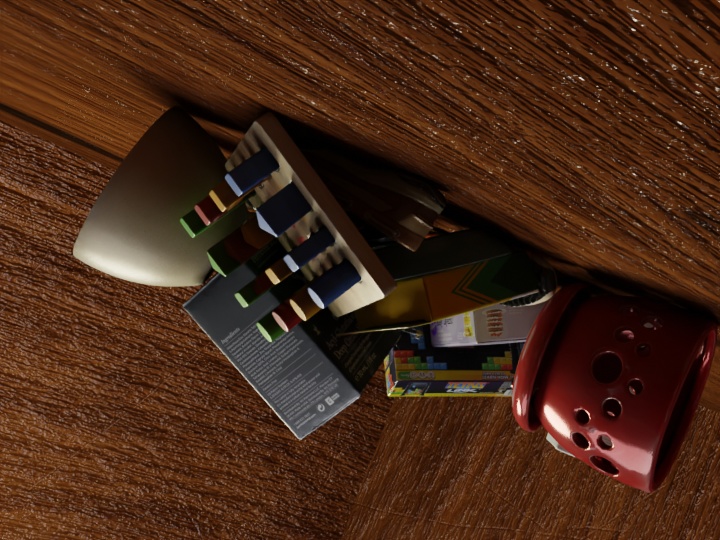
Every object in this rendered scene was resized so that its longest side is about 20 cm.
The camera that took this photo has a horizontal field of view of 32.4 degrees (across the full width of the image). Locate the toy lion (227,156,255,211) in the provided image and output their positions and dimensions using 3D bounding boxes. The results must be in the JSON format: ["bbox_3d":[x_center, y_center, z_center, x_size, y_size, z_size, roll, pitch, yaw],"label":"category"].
[{"bbox_3d":[-0.082,-0.094,1.622,0.190,0.069,0.200,15,179,-17],"label":"toy lion"}]

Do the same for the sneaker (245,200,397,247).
[{"bbox_3d":[-0.036,-0.073,1.311,0.199,0.077,0.111,18,-177,2],"label":"sneaker"}]

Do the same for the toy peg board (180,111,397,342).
[{"bbox_3d":[-0.083,-0.025,1.209,0.200,0.098,0.199,53,164,-3],"label":"toy peg board"}]

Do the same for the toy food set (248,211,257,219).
[{"bbox_3d":[-0.184,-0.058,1.610,0.199,0.049,0.198,10,180,16],"label":"toy food set"}]

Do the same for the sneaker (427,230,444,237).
[{"bbox_3d":[0.143,0.012,1.629,0.199,0.079,0.075,24,178,-33],"label":"sneaker"}]

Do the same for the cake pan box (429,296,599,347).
[{"bbox_3d":[0.206,0.066,1.559,0.198,0.053,0.184,-3,178,-13],"label":"cake pan box"}]

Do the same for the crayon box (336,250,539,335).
[{"bbox_3d":[0.081,0.025,1.346,0.199,0.051,0.127,-14,-178,-40],"label":"crayon box"}]

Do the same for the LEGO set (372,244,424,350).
[{"bbox_3d":[0.000,0.000,1.535,0.153,0.202,0.116,-2,177,4],"label":"LEGO set"}]

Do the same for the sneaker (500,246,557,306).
[{"bbox_3d":[0.174,0.001,1.465,0.093,0.071,0.199,-14,-173,-35],"label":"sneaker"}]

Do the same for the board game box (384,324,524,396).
[{"bbox_3d":[0.129,0.085,1.675,0.198,0.166,0.057,1,152,-14],"label":"board game box"}]

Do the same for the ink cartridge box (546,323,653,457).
[{"bbox_3d":[0.346,0.157,1.600,0.144,0.201,0.088,21,-179,0],"label":"ink cartridge box"}]

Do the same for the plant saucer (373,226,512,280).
[{"bbox_3d":[0.065,-0.016,1.354,0.199,0.036,0.200,-12,-178,0],"label":"plant saucer"}]

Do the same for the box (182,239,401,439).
[{"bbox_3d":[-0.073,0.057,1.389,0.200,0.107,0.148,48,-150,-5],"label":"box"}]

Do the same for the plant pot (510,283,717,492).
[{"bbox_3d":[0.276,0.118,1.368,0.182,0.202,0.200,22,178,21],"label":"plant pot"}]

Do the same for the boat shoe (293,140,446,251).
[{"bbox_3d":[-0.014,-0.073,1.215,0.199,0.074,0.076,20,177,32],"label":"boat shoe"}]

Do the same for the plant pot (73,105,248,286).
[{"bbox_3d":[-0.203,-0.060,1.366,0.134,0.201,0.200,35,177,-1],"label":"plant pot"}]
